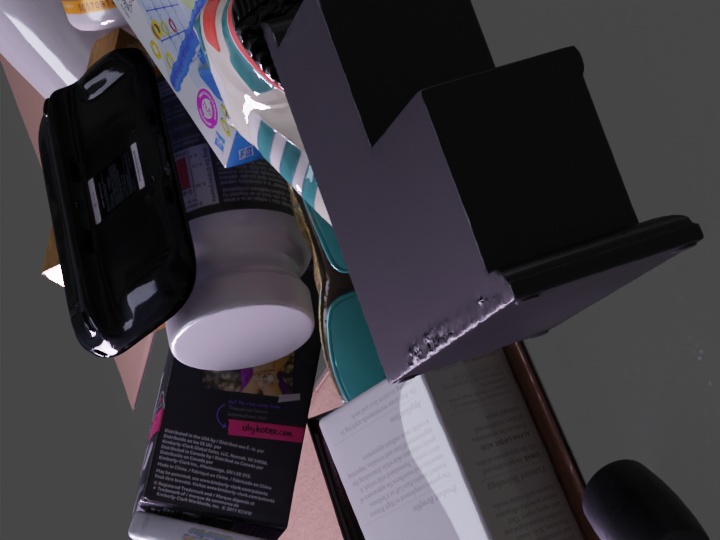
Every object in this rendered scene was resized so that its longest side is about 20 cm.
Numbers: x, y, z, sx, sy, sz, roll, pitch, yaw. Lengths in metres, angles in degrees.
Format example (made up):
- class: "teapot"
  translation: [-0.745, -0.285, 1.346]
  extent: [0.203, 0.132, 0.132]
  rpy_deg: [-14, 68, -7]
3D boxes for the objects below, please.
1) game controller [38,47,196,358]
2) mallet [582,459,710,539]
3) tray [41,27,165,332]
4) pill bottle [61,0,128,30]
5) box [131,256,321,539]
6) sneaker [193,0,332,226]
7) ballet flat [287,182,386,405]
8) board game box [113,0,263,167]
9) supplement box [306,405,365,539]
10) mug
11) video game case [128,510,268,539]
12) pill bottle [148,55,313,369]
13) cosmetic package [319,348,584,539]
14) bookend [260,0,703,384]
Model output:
- class: "game controller"
  translation: [-0.157, -0.047, 1.114]
  extent: [0.042, 0.104, 0.201]
  rpy_deg: [27, -139, -52]
- class: "mallet"
  translation: [0.154, 0.188, 0.845]
  extent: [0.066, 0.041, 0.201]
  rpy_deg: [-135, 26, -63]
- class: "tray"
  translation: [-0.162, -0.066, 1.249]
  extent: [0.037, 0.098, 0.201]
  rpy_deg: [-22, 49, 39]
- class: "pill bottle"
  translation: [-0.185, -0.285, 1.273]
  extent: [0.116, 0.116, 0.201]
  rpy_deg: [-149, 42, -66]
- class: "box"
  translation: [-0.093, 0.091, 1.261]
  extent: [0.122, 0.106, 0.201]
  rpy_deg: [122, 160, -69]
- class: "sneaker"
  translation: [-0.022, -0.078, 0.969]
  extent: [0.200, 0.070, 0.093]
  rpy_deg: [54, 157, -21]
- class: "ballet flat"
  translation: [0.000, 0.000, 1.101]
  extent: [0.071, 0.070, 0.201]
  rpy_deg: [-150, 43, -66]
- class: "board game box"
  translation: [-0.087, -0.201, 1.045]
  extent: [0.200, 0.056, 0.196]
  rpy_deg: [55, 147, 25]
- class: "supplement box"
  translation: [0.030, 0.149, 1.157]
  extent: [0.200, 0.061, 0.109]
  rpy_deg: [-171, 62, -73]
- class: "mug"
  translation: [-0.210, -0.191, 1.496]
  extent: [0.153, 0.186, 0.150]
  rpy_deg: [53, 125, 26]
- class: "video game case"
  translation: [-0.044, 0.228, 1.231]
  extent: [0.181, 0.023, 0.200]
  rpy_deg: [8, 156, 27]
- class: "pill bottle"
  translation: [-0.095, -0.044, 1.163]
  extent: [0.117, 0.116, 0.201]
  rpy_deg: [102, 159, -61]
- class: "cosmetic package"
  translation: [0.063, 0.150, 0.973]
  extent: [0.102, 0.074, 0.201]
  rpy_deg: [-34, 75, 46]
- class: "bookend"
  translation: [0.044, -0.069, 0.805]
  extent: [0.199, 0.092, 0.201]
  rpy_deg: [134, 117, -70]
